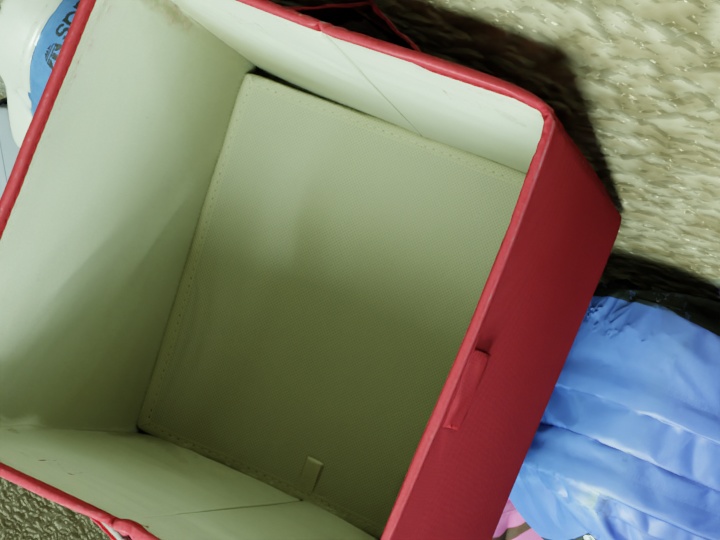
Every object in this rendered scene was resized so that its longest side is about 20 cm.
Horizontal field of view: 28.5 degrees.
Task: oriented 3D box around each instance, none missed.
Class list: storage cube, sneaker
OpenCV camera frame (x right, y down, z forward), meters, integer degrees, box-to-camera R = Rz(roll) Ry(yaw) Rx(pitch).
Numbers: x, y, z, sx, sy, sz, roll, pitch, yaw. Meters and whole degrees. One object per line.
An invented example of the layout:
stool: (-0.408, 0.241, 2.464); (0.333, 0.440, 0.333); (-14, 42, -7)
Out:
storage cube: (-0.018, 0.012, 0.526); (0.170, 0.202, 0.180); (22, 179, 19)
sneaker: (-0.104, -0.070, 0.673); (0.111, 0.077, 0.200); (35, 167, 3)

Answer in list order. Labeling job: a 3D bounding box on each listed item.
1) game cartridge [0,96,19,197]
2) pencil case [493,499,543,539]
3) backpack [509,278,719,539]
game cartridge: (-0.213, -0.044, 0.917); (0.040, 0.135, 0.200); (-13, -169, -5)
pencil case: (0.117, 0.129, 0.796); (0.198, 0.092, 0.094); (-7, 172, -22)
backpack: (0.160, 0.104, 0.658); (0.199, 0.169, 0.163); (28, 166, -3)
